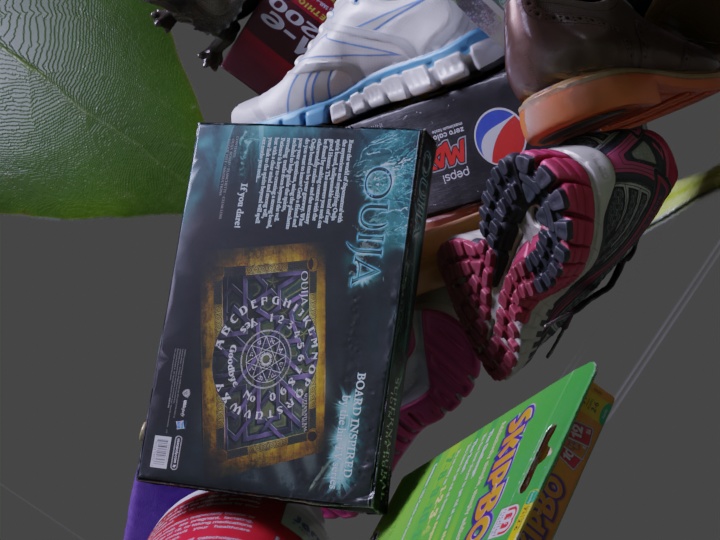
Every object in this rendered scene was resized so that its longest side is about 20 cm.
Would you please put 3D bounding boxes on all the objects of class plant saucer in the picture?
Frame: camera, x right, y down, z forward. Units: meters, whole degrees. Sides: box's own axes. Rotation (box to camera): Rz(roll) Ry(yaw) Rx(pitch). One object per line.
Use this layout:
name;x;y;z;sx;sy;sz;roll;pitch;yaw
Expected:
plant saucer;0.000;0.000;0.810;0.200;0.037;0.200;-17;4;1

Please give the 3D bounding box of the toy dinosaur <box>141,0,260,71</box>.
toy dinosaur;-0.088;-0.211;0.954;0.102;0.077;0.200;-32;12;47

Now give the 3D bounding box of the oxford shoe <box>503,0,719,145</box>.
oxford shoe;0.133;-0.111;0.662;0.071;0.073;0.200;-22;-4;31

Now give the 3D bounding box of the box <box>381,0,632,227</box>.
box;0.077;-0.117;0.894;0.200;0.101;0.113;-50;6;40

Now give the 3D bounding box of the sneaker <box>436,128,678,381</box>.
sneaker;0.096;-0.003;0.664;0.075;0.081;0.200;-21;-15;-20

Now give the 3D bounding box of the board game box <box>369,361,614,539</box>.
board game box;0.045;0.111;0.581;0.096;0.030;0.200;-59;4;-31

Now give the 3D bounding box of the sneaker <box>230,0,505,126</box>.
sneaker;-0.004;-0.137;0.819;0.200;0.087;0.075;-17;3;32

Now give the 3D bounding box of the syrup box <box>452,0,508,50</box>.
syrup box;0.119;-0.198;0.765;0.079;0.081;0.200;-45;3;34

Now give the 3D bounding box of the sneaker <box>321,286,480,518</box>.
sneaker;0.011;0.082;0.834;0.200;0.081;0.088;-44;6;30

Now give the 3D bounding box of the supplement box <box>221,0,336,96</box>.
supplement box;-0.001;-0.189;0.901;0.200;0.109;0.061;-51;4;39

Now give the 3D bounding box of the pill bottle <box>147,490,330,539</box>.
pill bottle;-0.070;0.181;0.687;0.112;0.112;0.200;-53;6;15

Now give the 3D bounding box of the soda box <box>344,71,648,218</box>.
soda box;0.068;-0.076;0.793;0.200;0.071;0.063;-14;4;36

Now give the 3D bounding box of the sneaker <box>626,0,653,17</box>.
sneaker;0.202;-0.211;0.928;0.200;0.074;0.079;-41;22;57

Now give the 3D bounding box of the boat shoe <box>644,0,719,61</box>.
boat shoe;0.206;-0.170;0.671;0.069;0.074;0.200;-62;6;-12

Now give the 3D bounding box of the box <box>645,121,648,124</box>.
box;0.128;-0.067;0.900;0.200;0.038;0.137;-52;6;25

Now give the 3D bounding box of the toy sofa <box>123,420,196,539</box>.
toy sofa;-0.128;0.199;0.906;0.098;0.083;0.200;-66;-9;-72

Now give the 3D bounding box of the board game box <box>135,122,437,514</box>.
board game box;-0.038;0.021;0.695;0.028;0.135;0.200;36;-120;-66
